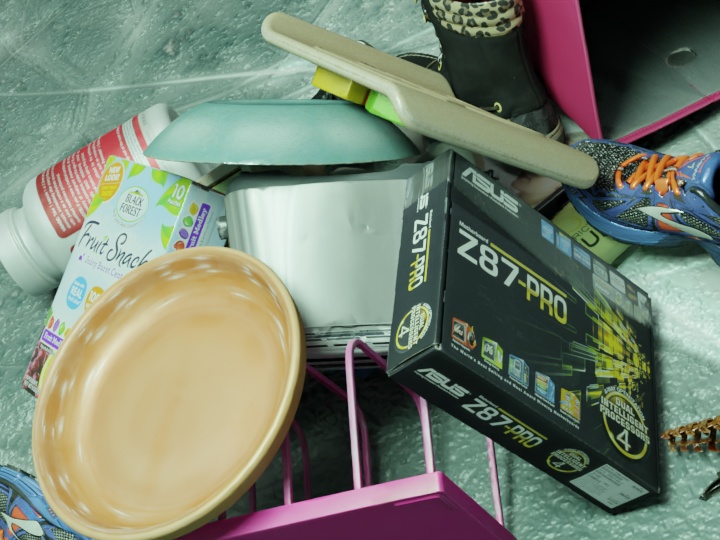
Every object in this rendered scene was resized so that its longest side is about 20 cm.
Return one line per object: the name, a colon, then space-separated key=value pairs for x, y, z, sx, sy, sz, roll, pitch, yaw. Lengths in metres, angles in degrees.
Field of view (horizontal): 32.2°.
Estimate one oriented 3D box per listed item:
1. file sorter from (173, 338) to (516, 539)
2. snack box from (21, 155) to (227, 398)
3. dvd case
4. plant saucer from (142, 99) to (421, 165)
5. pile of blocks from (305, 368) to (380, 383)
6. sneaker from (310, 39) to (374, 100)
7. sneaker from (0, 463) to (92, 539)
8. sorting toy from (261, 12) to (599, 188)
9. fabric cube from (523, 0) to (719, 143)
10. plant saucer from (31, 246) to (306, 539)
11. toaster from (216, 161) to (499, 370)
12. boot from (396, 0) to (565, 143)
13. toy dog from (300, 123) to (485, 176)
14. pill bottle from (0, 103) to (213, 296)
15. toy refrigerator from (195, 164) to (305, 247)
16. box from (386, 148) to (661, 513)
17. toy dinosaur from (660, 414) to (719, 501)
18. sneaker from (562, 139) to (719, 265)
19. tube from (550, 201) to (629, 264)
file sorter: x=-0.020 y=0.128 z=0.813 sx=0.200 sy=0.139 sz=0.126 roll=-16 pitch=57 yaw=19
snack box: x=-0.179 y=0.021 z=0.956 sx=0.142 sy=0.053 sz=0.200 roll=19 pitch=88 yaw=50
dvd case: x=0.159 y=-0.115 z=1.033 sx=0.200 sy=0.018 sz=0.143 roll=-38 pitch=41 yaw=-4
plant saucer: x=-0.056 y=-0.102 z=0.897 sx=0.200 sy=0.039 sz=0.201 roll=0 pitch=11 yaw=0
pile of blocks: x=-0.021 y=0.045 z=0.981 sx=0.200 sy=0.082 sz=0.062 roll=9 pitch=14 yaw=27
sneaker: x=-0.017 y=-0.124 z=1.060 sx=0.088 sy=0.076 sz=0.200 roll=-45 pitch=2 yaw=-15
sneaker: x=-0.247 y=0.206 z=0.954 sx=0.200 sy=0.075 sz=0.079 roll=13 pitch=63 yaw=42
sorting toy: x=0.044 y=-0.114 z=0.868 sx=0.200 sy=0.185 sz=0.037 roll=41 pitch=111 yaw=50
fabric cube: x=0.213 y=-0.251 z=0.971 sx=0.200 sy=0.196 sz=0.199 roll=-25 pitch=40 yaw=-6
plant saucer: x=-0.117 y=0.079 z=0.786 sx=0.200 sy=0.037 sz=0.201 roll=-15 pitch=55 yaw=23
toaster: x=0.000 y=0.000 z=0.869 sx=0.199 sy=0.114 sz=0.130 roll=-3 pitch=80 yaw=0
boot: x=0.077 y=-0.181 z=1.014 sx=0.073 sy=0.151 sz=0.200 roll=-35 pitch=41 yaw=-17
toy dog: x=0.023 y=-0.061 z=1.017 sx=0.200 sy=0.132 sz=0.096 roll=10 pitch=19 yaw=33
pill bottle: x=-0.239 y=-0.061 z=1.164 sx=0.200 sy=0.112 sz=0.112 roll=-30 pitch=42 yaw=5
toy refrigerator: x=-0.131 y=-0.025 z=1.029 sx=0.200 sy=0.070 sz=0.076 roll=-27 pitch=82 yaw=36
box: x=0.108 y=0.040 z=0.789 sx=0.049 sy=0.200 sz=0.161 roll=-35 pitch=33 yaw=37
toy dinosaur: x=0.269 y=0.111 z=0.720 sx=0.136 sy=0.102 sz=0.200 roll=-45 pitch=6 yaw=-34
sneaker: x=0.229 y=-0.055 z=0.854 sx=0.200 sy=0.079 sz=0.075 roll=21 pitch=61 yaw=28
tube: x=0.156 y=-0.017 z=0.924 sx=0.200 sy=0.052 sz=0.058 roll=-41 pitch=87 yaw=-16
